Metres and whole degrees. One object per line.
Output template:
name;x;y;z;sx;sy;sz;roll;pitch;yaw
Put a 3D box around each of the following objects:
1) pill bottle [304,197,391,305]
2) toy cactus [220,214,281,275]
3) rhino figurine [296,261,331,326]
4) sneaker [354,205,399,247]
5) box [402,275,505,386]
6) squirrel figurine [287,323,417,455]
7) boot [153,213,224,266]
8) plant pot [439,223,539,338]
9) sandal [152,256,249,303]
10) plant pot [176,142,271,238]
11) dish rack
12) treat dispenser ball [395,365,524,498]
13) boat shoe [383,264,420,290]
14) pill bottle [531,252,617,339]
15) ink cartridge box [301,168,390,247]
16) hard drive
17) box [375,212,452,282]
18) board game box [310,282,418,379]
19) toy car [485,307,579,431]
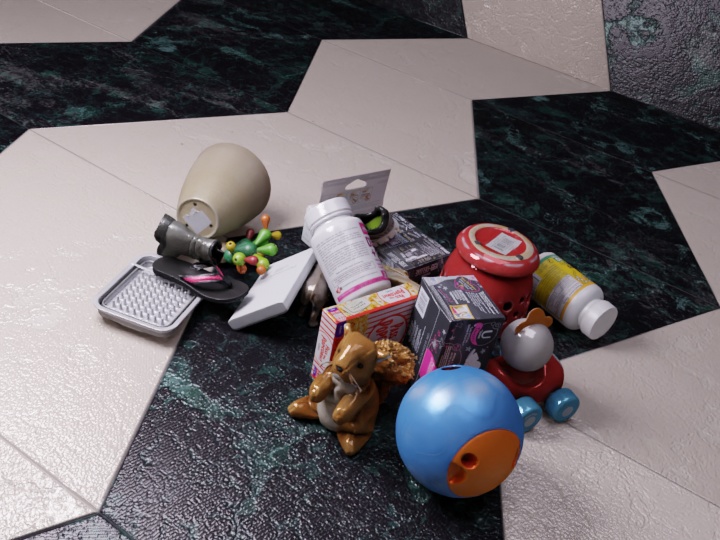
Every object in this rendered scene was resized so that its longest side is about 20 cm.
pill bottle;-0.029;-0.033;1.461;0.113;0.113;0.201;-16;75;-35
toy cactus;-0.255;-0.047;1.558;0.164;0.103;0.200;-4;24;8
rhino figurine;-0.082;0.020;1.525;0.059;0.088;0.200;15;34;2
sneaker;-0.010;-0.075;1.634;0.199;0.088;0.074;-33;53;-7
box;0.160;0.125;1.353;0.114;0.201;0.132;-1;36;-22
squirrel figurine;-0.002;0.171;1.245;0.141;0.188;0.199;33;39;29
boot;-0.335;-0.039;1.490;0.130;0.200;0.068;27;76;-2
plant pot;0.267;0.012;1.573;0.199;0.184;0.201;7;32;-5
sandal;-0.308;0.008;1.431;0.199;0.045;0.075;20;34;10
plant pot;-0.309;-0.149;1.597;0.186;0.188;0.200;15;31;4
dish rack;-0.389;0.051;1.422;0.170;0.044;0.200;19;34;8
treat dispenser ball;0.154;0.250;1.168;0.199;0.202;0.201;9;34;-6
boat shoe;0.071;0.025;1.582;0.199;0.074;0.069;24;41;17
pill bottle;0.453;0.057;1.626;0.112;0.113;0.200;-14;42;-34
ink cartridge box;-0.033;-0.152;1.713;0.199;0.175;0.044;-16;43;-36
hard drive;-0.167;0.034;1.468;0.131;0.027;0.200;-20;23;26
box;0.087;-0.051;1.718;0.157;0.050;0.200;-19;45;-38
board game box;0.011;0.116;1.362;0.199;0.152;0.046;-17;43;-35
toy car;0.311;0.152;1.364;0.176;0.201;0.185;-7;39;-27
